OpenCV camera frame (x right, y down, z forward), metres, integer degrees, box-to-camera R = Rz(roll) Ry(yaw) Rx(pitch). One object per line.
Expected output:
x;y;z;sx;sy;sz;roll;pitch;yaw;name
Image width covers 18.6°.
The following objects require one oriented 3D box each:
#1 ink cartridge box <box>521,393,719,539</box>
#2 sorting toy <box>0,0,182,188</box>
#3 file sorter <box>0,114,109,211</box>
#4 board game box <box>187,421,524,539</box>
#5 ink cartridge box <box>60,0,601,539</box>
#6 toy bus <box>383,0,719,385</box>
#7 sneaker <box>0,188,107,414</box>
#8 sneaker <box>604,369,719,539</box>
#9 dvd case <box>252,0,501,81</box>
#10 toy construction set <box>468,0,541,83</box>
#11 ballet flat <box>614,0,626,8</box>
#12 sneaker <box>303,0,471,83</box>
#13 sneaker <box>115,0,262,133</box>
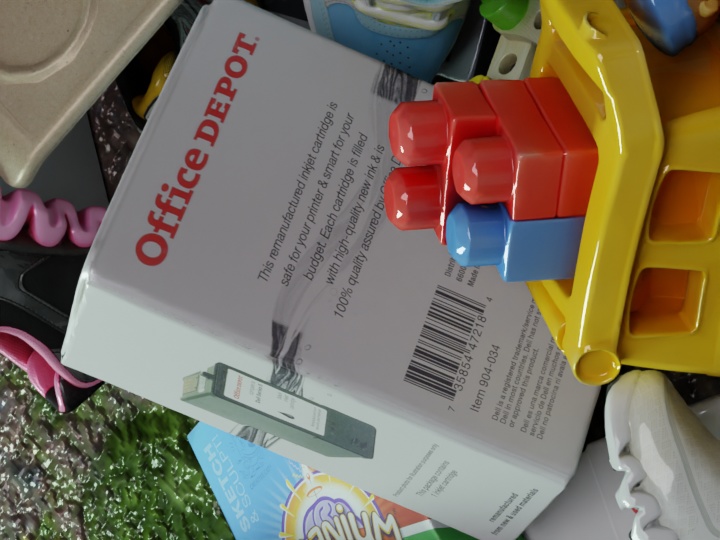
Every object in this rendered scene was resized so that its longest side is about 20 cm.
0.170;0.102;0.883;0.200;0.067;0.117;-22;83;29;ink cartridge box
-0.137;-0.164;0.946;0.185;0.036;0.200;46;105;23;sorting toy
-0.232;-0.033;1.043;0.124;0.200;0.139;-19;82;32;file sorter
0.007;0.122;0.958;0.200;0.040;0.153;63;144;17;board game box
0.000;0.000;0.877;0.200;0.146;0.084;23;150;-4;ink cartridge box
0.109;-0.060;0.774;0.136;0.192;0.200;-109;23;-54;toy bus
-0.115;0.019;0.984;0.079;0.200;0.095;-24;62;60;sneaker
0.161;0.115;0.810;0.081;0.075;0.200;-33;93;18;sneaker
-0.012;-0.181;1.005;0.200;0.025;0.150;19;102;30;dvd case
0.115;-0.135;0.900;0.131;0.092;0.200;20;96;54;toy construction set
0.094;-0.199;0.841;0.069;0.069;0.200;6;83;31;ballet flat
0.018;-0.122;0.871;0.079;0.131;0.200;2;131;-5;sneaker
-0.062;-0.068;0.994;0.200;0.082;0.078;46;129;11;sneaker
